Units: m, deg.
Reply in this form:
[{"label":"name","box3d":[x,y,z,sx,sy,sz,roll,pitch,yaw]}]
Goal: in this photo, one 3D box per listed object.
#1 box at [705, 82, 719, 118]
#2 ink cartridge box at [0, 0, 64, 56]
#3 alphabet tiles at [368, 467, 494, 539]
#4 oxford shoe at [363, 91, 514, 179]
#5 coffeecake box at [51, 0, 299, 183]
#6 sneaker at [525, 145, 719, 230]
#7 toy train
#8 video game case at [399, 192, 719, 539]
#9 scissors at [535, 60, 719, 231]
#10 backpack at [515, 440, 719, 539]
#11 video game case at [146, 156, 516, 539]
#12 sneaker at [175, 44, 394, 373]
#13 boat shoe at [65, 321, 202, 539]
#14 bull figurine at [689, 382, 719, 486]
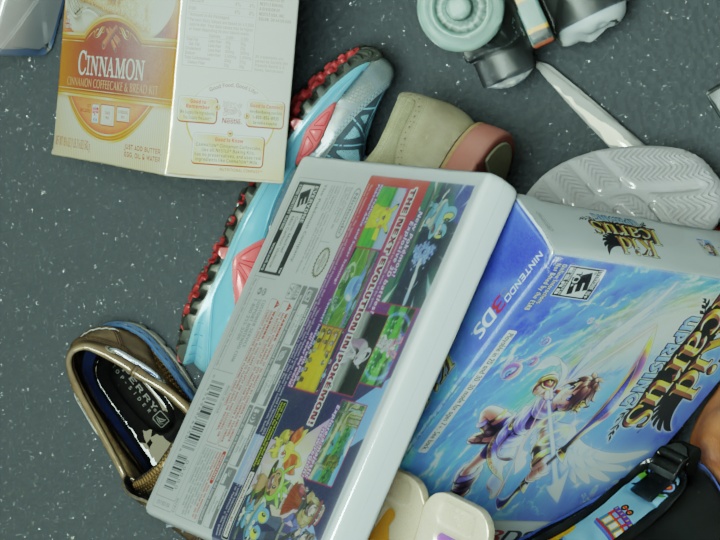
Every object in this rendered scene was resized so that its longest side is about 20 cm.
[{"label":"box","box3d":[0.266,-0.054,1.111,0.124,0.200,0.149,-33,83,18]},{"label":"ink cartridge box","box3d":[-0.259,-0.217,1.347,0.199,0.076,0.137,20,98,15]},{"label":"alphabet tiles","box3d":[-0.003,0.185,1.121,0.199,0.015,0.197,22,104,37]},{"label":"oxford shoe","box3d":[0.000,0.000,1.229,0.075,0.070,0.201,31,83,21]},{"label":"coffeecake box","box3d":[-0.096,-0.154,1.255,0.153,0.073,0.201,13,98,60]},{"label":"sneaker","box3d":[0.098,0.012,1.236,0.199,0.112,0.078,-28,66,-9]},{"label":"toy train","box3d":[0.065,-0.200,1.233,0.113,0.085,0.201,-23,91,9]},{"label":"video game case","box3d":[0.093,0.059,1.165,0.200,0.181,0.046,-55,51,27]},{"label":"scissors","box3d":[0.163,-0.037,1.245,0.199,0.014,0.073,29,103,14]},{"label":"backpack","box3d":[0.118,0.210,1.165,0.199,0.135,0.183,-24,41,-1]},{"label":"video game case","box3d":[-0.018,0.042,1.124,0.182,0.023,0.201,10,73,60]},{"label":"sneaker","box3d":[-0.022,-0.025,1.289,0.095,0.079,0.201,26,99,-9]},{"label":"boat shoe","box3d":[-0.097,0.114,1.309,0.200,0.072,0.072,45,104,11]},{"label":"bull figurine","box3d":[0.229,0.092,1.156,0.200,0.065,0.122,32,103,59]}]
